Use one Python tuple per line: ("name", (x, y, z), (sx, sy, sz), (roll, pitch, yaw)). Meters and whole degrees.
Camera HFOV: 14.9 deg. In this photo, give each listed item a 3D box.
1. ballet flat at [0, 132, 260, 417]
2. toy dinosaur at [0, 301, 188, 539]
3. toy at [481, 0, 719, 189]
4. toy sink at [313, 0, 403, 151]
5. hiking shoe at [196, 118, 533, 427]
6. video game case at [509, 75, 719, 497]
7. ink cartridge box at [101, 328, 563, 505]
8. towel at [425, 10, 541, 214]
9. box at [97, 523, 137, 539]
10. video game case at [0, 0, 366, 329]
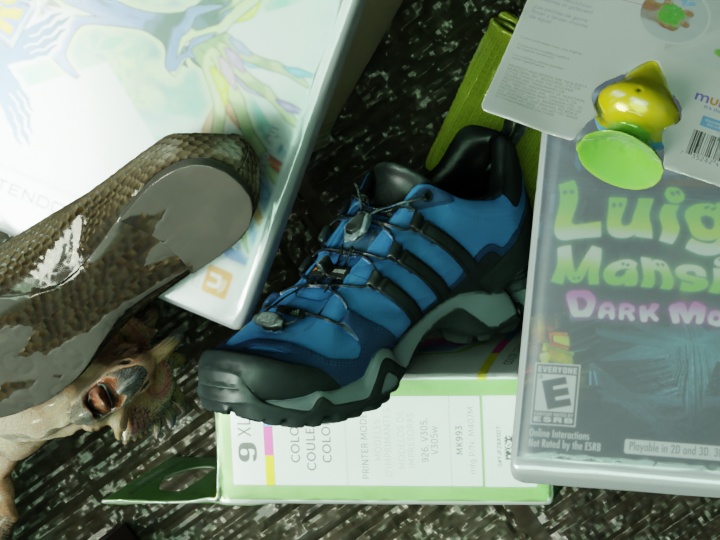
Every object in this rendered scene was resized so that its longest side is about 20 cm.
("ballet flat", (-0.117, 0.000, 1.120), (0.200, 0.046, 0.067), (-35, 120, 28))
("toy dinosaur", (-0.144, 0.033, 1.232), (0.135, 0.086, 0.200), (-38, 45, 7))
("toy", (0.133, -0.113, 1.136), (0.115, 0.201, 0.047), (18, 144, 10))
("toy sink", (-0.060, -0.118, 1.186), (0.130, 0.112, 0.201), (31, 103, 7))
("hiking shoe", (0.000, 0.000, 1.137), (0.074, 0.200, 0.087), (9, 114, 37))
("video game case", (0.167, 0.003, 1.119), (0.199, 0.023, 0.183), (4, 72, 10))
("ink cartridge box", (-0.005, 0.064, 1.206), (0.199, 0.104, 0.060), (-2, 98, 13))
("towel", (0.121, -0.025, 1.181), (0.200, 0.018, 0.086), (35, 117, 17))
("box", (-0.159, 0.221, 1.282), (0.200, 0.075, 0.100), (-41, 88, 14))
("video game case", (-0.096, -0.101, 1.127), (0.181, 0.022, 0.201), (22, 103, 8))
